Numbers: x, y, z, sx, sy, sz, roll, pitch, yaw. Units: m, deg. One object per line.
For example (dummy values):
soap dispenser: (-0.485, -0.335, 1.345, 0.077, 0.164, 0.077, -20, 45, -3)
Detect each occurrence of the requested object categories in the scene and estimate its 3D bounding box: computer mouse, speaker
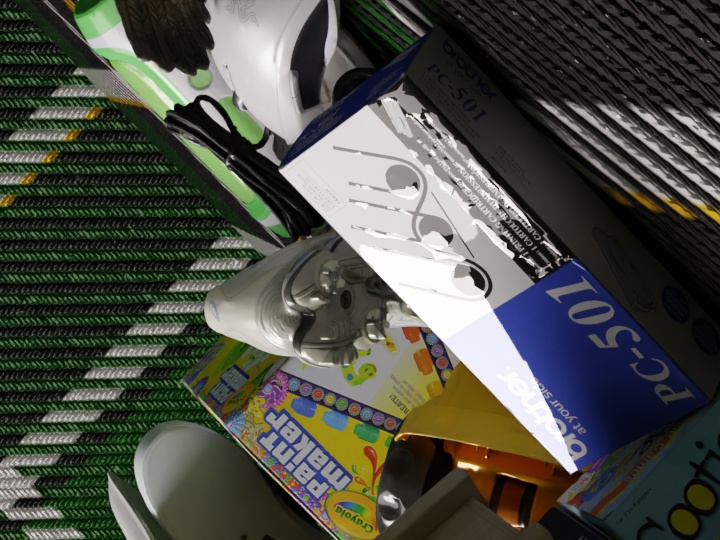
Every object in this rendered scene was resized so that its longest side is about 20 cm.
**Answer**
computer mouse: (-0.054, -0.098, 1.178, 0.110, 0.044, 0.201, 46, 153, 22)
speaker: (-0.090, -0.116, 1.510, 0.200, 0.088, 0.088, 47, 175, -20)

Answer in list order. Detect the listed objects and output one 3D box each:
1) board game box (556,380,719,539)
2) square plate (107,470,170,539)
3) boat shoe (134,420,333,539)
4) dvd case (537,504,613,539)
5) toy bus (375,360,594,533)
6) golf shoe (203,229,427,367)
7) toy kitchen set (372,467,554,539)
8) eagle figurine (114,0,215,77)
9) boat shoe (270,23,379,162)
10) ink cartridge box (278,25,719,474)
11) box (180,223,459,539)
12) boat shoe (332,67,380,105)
board game box: (0.203, 0.144, 1.092, 0.200, 0.105, 0.103, 46, 175, -5)
square plate: (-0.073, 0.224, 1.482, 0.198, 0.028, 0.200, 41, -178, -26)
boat shoe: (-0.084, 0.156, 1.514, 0.200, 0.071, 0.091, 44, 172, -31)
dvd case: (0.169, 0.198, 1.057, 0.200, 0.025, 0.150, 50, 170, -31)
toy bus: (0.094, 0.111, 1.274, 0.135, 0.193, 0.201, 11, 132, 12)
golf shoe: (0.000, 0.000, 1.257, 0.097, 0.079, 0.199, 0, -173, 38)
toy kitchen set: (0.026, 0.213, 1.093, 0.201, 0.180, 0.163, 58, 166, -29)
eagle figurine: (-0.137, -0.190, 1.067, 0.199, 0.152, 0.152, 24, -157, 7)
boat shoe: (-0.018, -0.082, 1.256, 0.200, 0.069, 0.071, 50, 177, -35)
ink cartridge box: (0.066, -0.006, 1.059, 0.200, 0.044, 0.094, 46, 133, -12)
box: (0.007, 0.051, 1.443, 0.122, 0.193, 0.200, 45, 176, -12)
boat shoe: (0.052, -0.032, 1.150, 0.200, 0.070, 0.066, 51, -179, 33)
